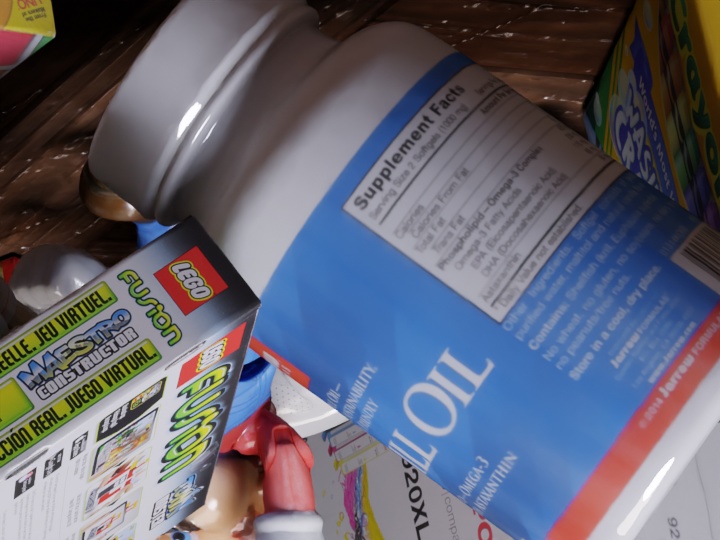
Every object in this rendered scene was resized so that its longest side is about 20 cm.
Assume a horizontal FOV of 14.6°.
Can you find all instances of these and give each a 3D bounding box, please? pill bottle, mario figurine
[{"bbox_3d":[0.021,-0.005,0.848,0.112,0.200,0.112,-53,171,-12],"label":"pill bottle"},{"bbox_3d":[-0.068,0.054,1.004,0.106,0.123,0.200,-6,131,-7],"label":"mario figurine"}]

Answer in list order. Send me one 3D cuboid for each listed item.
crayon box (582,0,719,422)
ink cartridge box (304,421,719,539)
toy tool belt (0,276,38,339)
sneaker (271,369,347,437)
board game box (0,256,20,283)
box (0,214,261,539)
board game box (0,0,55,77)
[{"bbox_3d":[0.127,-0.037,0.933,0.052,0.126,0.200,-8,161,-10],"label":"crayon box"},{"bbox_3d":[0.055,0.105,1.271,0.145,0.147,0.200,5,155,-39],"label":"ink cartridge box"},{"bbox_3d":[-0.200,0.025,0.919,0.200,0.125,0.123,-2,169,17],"label":"toy tool belt"},{"bbox_3d":[0.000,0.000,1.065,0.200,0.074,0.116,-25,157,10],"label":"sneaker"},{"bbox_3d":[-0.096,0.108,1.108,0.046,0.200,0.151,-20,160,24],"label":"board game box"},{"bbox_3d":[-0.092,0.061,0.862,0.110,0.035,0.200,-34,167,-19],"label":"box"},{"bbox_3d":[-0.196,-0.070,0.807,0.200,0.030,0.096,8,154,-39],"label":"board game box"}]
